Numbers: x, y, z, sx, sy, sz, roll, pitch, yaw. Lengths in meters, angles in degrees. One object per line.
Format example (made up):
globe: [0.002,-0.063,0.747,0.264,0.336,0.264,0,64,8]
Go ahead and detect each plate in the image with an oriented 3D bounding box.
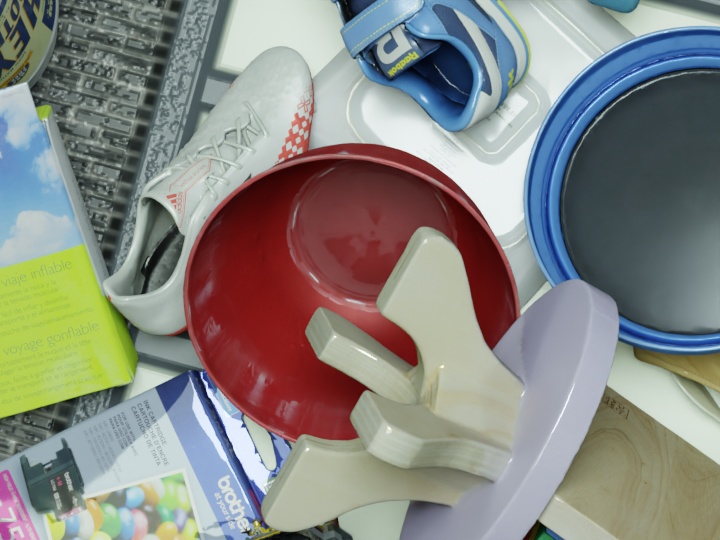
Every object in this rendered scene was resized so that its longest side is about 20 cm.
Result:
plate: [0.082,-0.102,1.290,0.200,0.032,0.200,43,90,5]

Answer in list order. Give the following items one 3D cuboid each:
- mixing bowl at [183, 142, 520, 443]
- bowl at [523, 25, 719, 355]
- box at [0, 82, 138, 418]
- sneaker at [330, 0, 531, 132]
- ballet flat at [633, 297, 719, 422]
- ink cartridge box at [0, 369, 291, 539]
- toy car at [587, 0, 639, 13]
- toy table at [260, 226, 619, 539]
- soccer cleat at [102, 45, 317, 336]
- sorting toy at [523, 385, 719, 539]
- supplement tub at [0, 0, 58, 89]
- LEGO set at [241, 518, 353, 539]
mixing bowl: [0.000,0.000,1.232,0.200,0.108,0.200,3,118,6]
bowl: [0.199,-0.046,1.219,0.200,0.039,0.201,-4,75,16]
box: [-0.226,-0.011,1.263,0.122,0.048,0.200,-16,107,2]
sneaker: [0.019,-0.164,1.208,0.200,0.074,0.082,43,45,-14]
ballet flat: [0.258,0.079,1.258,0.200,0.069,0.063,34,117,8]
ink cartridge box: [-0.139,0.144,1.284,0.200,0.042,0.120,-26,85,0]
toy car: [0.116,-0.288,1.252,0.184,0.177,0.200,19,48,5]
toy table: [0.039,0.076,1.118,0.117,0.184,0.200,26,90,-19]
soccer cleat: [-0.093,-0.052,1.265,0.069,0.085,0.200,29,91,30]
sorting toy: [0.184,0.174,1.184,0.199,0.200,0.070,35,110,2]
supplement tub: [-0.264,-0.168,1.233,0.145,0.200,0.145,0,86,4]
LEGO set: [-0.087,0.194,1.193,0.200,0.154,0.116,-26,56,24]
